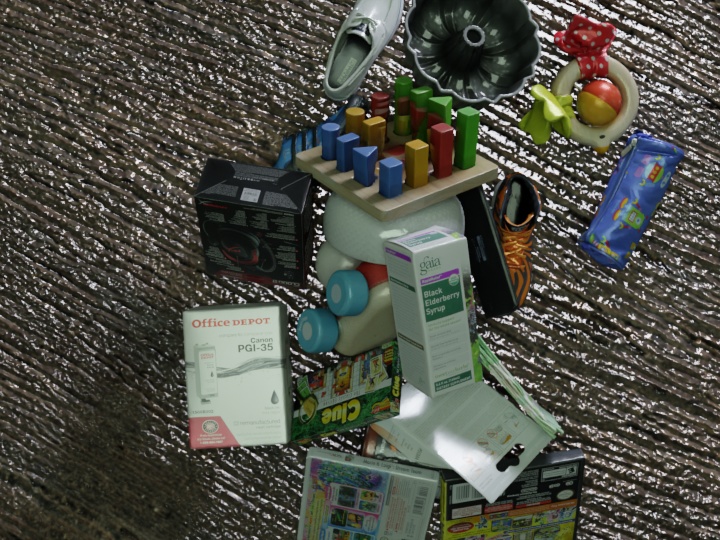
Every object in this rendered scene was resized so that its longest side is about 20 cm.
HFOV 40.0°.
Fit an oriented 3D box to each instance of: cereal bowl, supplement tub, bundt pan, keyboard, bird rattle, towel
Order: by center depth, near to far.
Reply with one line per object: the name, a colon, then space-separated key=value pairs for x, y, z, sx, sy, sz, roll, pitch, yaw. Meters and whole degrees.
cereal bowl: x=0.048 y=-0.087 z=1.356 sx=0.200 sy=0.200 sz=0.083 roll=6 pitch=119 yaw=3
towel: x=0.204 y=0.145 z=1.376 sx=0.023 sy=0.153 sz=0.200 roll=-43 pitch=85 yaw=5
bundt pan: x=0.148 y=-0.314 z=1.399 sx=0.202 sy=0.076 sz=0.202 roll=4 pitch=75 yaw=-14
supplement tub: x=0.100 y=0.267 z=1.406 sx=0.200 sy=0.107 sz=0.107 roll=11 pitch=90 yaw=2
keyboard: x=0.164 y=-0.028 z=1.406 sx=0.021 sy=0.127 sz=0.200 roll=-13 pitch=86 yaw=-30
bird rattle: x=0.322 y=-0.258 z=1.419 sx=0.163 sy=0.113 sz=0.200 roll=35 pitch=79 yaw=-9

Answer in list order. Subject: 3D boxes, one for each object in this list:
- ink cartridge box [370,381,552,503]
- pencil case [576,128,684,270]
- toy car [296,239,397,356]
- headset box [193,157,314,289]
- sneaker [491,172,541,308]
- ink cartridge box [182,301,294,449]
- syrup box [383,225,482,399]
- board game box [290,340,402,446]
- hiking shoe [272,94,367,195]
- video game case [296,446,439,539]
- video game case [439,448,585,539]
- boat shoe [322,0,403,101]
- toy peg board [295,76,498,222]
ink cartridge box: x=0.139 y=0.220 z=1.362 sx=0.200 sy=0.050 sz=0.162 roll=39 pitch=48 yaw=19
pencil case: x=0.380 y=-0.102 z=1.404 sx=0.087 sy=0.078 sz=0.200 roll=27 pitch=91 yaw=-27
toy car: x=0.000 y=0.000 z=1.390 sx=0.184 sy=0.177 sz=0.200 roll=0 pitch=54 yaw=-35
headset box: x=-0.144 y=-0.056 z=1.386 sx=0.149 sy=0.200 sz=0.075 roll=9 pitch=54 yaw=5
sneaker: x=0.211 y=-0.041 z=1.397 sx=0.078 sy=0.112 sz=0.200 roll=0 pitch=90 yaw=3
ink cartridge box: x=-0.176 y=0.149 z=1.431 sx=0.146 sy=0.083 sz=0.200 roll=-4 pitch=90 yaw=3
syrup box: x=0.093 y=0.051 z=1.263 sx=0.079 sy=0.081 sz=0.200 roll=-17 pitch=111 yaw=-23
board game box: x=-0.021 y=0.173 z=1.374 sx=0.200 sy=0.023 sz=0.105 roll=-25 pitch=52 yaw=40
hiking shoe: x=-0.070 y=-0.184 z=1.432 sx=0.087 sy=0.074 sz=0.200 roll=38 pitch=86 yaw=11
video game case: x=0.007 y=0.337 z=1.395 sx=0.182 sy=0.024 sz=0.200 roll=11 pitch=128 yaw=3
video game case: x=0.209 y=0.336 z=1.379 sx=0.200 sy=0.026 sz=0.181 roll=-7 pitch=122 yaw=-9
boat shoe: x=0.006 y=-0.339 z=1.432 sx=0.074 sy=0.065 sz=0.200 roll=22 pitch=91 yaw=3
toy peg board: x=0.047 y=-0.174 z=1.317 sx=0.199 sy=0.200 sz=0.098 roll=-22 pitch=129 yaw=-30
